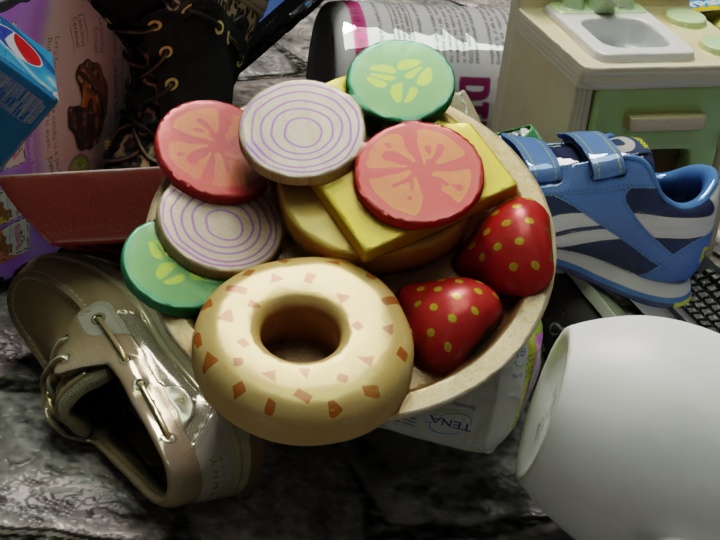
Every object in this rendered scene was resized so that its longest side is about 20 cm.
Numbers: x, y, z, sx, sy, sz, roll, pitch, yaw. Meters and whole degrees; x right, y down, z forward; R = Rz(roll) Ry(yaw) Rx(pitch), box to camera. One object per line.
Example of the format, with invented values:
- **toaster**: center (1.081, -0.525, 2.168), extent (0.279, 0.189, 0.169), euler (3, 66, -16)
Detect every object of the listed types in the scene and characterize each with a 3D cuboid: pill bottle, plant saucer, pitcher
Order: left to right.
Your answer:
- **plant saucer**: center (-0.070, -0.026, 1.064), extent (0.198, 0.037, 0.200), euler (-1, -6, 14)
- **pill bottle**: center (0.068, -0.126, 1.343), extent (0.198, 0.114, 0.114), euler (0, 28, -13)
- **pitcher**: center (0.178, 0.114, 0.933), extent (0.198, 0.122, 0.172), euler (19, 41, -2)

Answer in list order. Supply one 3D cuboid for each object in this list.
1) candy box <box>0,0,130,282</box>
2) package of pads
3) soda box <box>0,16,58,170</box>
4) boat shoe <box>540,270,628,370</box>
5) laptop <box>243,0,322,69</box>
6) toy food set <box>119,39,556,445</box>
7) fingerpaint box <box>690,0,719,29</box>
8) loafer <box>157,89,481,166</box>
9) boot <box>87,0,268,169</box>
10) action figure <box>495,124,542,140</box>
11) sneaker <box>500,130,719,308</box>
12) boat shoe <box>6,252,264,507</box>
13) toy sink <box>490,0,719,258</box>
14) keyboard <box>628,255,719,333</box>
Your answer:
- **candy box**: center (-0.204, -0.097, 1.155), extent (0.071, 0.169, 0.200), euler (14, 27, 27)
- **package of pads**: center (0.015, 0.041, 0.992), extent (0.153, 0.069, 0.200), euler (13, 3, 9)
- **soda box**: center (-0.246, -0.047, 1.024), extent (0.064, 0.200, 0.068), euler (37, 15, -26)
- **boat shoe**: center (0.116, 0.028, 1.122), extent (0.072, 0.061, 0.201), euler (45, 6, -36)
- **laptop**: center (-0.098, -0.189, 1.328), extent (0.103, 0.177, 0.200), euler (49, 32, -6)
- **toy food set**: center (-0.009, -0.017, 0.889), extent (0.199, 0.049, 0.198), euler (-25, 58, -17)
- **fingerpaint box**: center (0.254, -0.151, 1.479), extent (0.199, 0.074, 0.167), euler (-11, 33, -32)
- **loafer**: center (-0.019, -0.073, 1.126), extent (0.198, 0.069, 0.076), euler (0, -6, -8)
- **boot**: center (-0.126, -0.114, 1.142), extent (0.073, 0.152, 0.200), euler (12, 3, 22)
- **action figure**: center (0.017, -0.055, 1.197), extent (0.198, 0.055, 0.119), euler (-13, 40, 5)
- **sneaker**: center (0.111, -0.046, 1.062), extent (0.199, 0.083, 0.074), euler (16, 25, -26)
- **boat shoe**: center (-0.133, 0.055, 1.000), extent (0.065, 0.073, 0.200), euler (-16, 41, -39)
- **toy sink**: center (0.170, -0.112, 1.248), extent (0.129, 0.202, 0.112), euler (-3, 29, -22)
- **keyboard**: center (0.245, 0.036, 1.184), extent (0.126, 0.021, 0.200), euler (-5, 31, -22)
